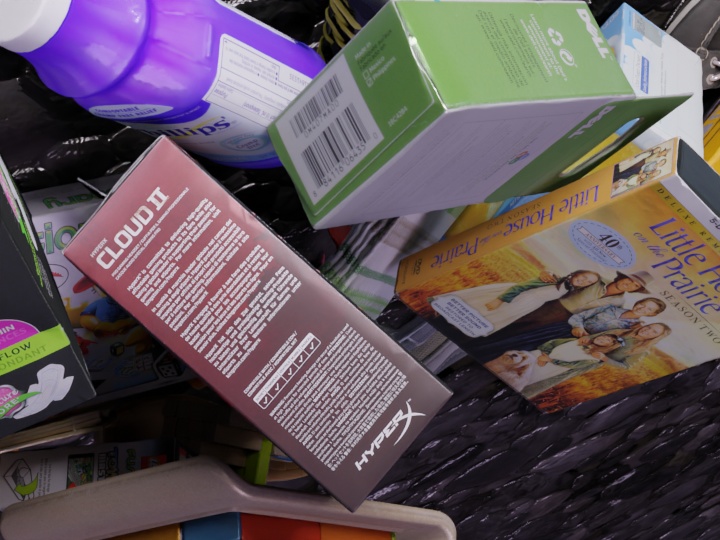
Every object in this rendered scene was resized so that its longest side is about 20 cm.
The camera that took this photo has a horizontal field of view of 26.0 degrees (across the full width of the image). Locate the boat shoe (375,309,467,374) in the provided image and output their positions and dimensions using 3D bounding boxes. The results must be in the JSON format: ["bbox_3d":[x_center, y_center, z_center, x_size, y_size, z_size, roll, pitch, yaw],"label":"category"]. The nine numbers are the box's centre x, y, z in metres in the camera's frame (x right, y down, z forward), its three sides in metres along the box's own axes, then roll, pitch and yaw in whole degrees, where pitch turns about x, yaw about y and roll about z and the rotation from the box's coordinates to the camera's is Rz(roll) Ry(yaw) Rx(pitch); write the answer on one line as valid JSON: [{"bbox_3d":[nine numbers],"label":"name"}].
[{"bbox_3d":[0.032,0.046,1.086,0.201,0.065,0.074,-29,177,-28],"label":"boat shoe"}]

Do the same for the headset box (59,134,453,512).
[{"bbox_3d":[-0.059,0.019,0.770,0.075,0.200,0.149,-48,-177,-4],"label":"headset box"}]

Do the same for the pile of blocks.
[{"bbox_3d":[-0.073,0.130,1.043,0.081,0.063,0.200,8,171,14],"label":"pile of blocks"}]

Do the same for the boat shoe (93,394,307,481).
[{"bbox_3d":[-0.118,0.132,1.148,0.199,0.075,0.069,9,163,-43],"label":"boat shoe"}]

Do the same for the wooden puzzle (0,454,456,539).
[{"bbox_3d":[-0.073,0.153,0.879,0.184,0.038,0.199,-18,152,37],"label":"wooden puzzle"}]

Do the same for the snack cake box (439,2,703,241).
[{"bbox_3d":[0.122,-0.053,0.965,0.067,0.116,0.200,31,128,-15],"label":"snack cake box"}]

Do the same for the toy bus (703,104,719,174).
[{"bbox_3d":[0.234,-0.063,0.950,0.200,0.065,0.078,-48,-170,-16],"label":"toy bus"}]

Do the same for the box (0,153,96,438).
[{"bbox_3d":[-0.222,-0.013,0.670,0.147,0.125,0.201,-23,143,-7],"label":"box"}]

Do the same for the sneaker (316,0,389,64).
[{"bbox_3d":[0.012,-0.117,0.795,0.084,0.075,0.200,-31,155,11],"label":"sneaker"}]

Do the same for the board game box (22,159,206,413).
[{"bbox_3d":[-0.174,0.019,0.857,0.198,0.035,0.127,-14,123,-26],"label":"board game box"}]

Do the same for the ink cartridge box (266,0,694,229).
[{"bbox_3d":[0.062,-0.080,0.767,0.199,0.060,0.104,-10,158,-45],"label":"ink cartridge box"}]

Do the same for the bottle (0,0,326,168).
[{"bbox_3d":[-0.093,-0.098,0.722,0.083,0.066,0.199,0,170,31],"label":"bottle"}]

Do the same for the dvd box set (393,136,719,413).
[{"bbox_3d":[0.138,0.011,0.877,0.199,0.030,0.146,-23,131,40],"label":"dvd box set"}]

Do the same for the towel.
[{"bbox_3d":[0.000,0.000,0.919,0.200,0.031,0.149,-51,169,3],"label":"towel"}]

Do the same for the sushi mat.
[{"bbox_3d":[-0.234,0.104,0.874,0.198,0.012,0.096,-14,179,-6],"label":"sushi mat"}]

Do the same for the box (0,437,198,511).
[{"bbox_3d":[-0.130,0.149,0.964,0.109,0.035,0.200,-6,157,14],"label":"box"}]

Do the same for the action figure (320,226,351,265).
[{"bbox_3d":[-0.040,0.030,1.041,0.065,0.052,0.200,-27,158,-20],"label":"action figure"}]

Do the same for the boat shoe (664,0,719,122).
[{"bbox_3d":[0.213,-0.112,1.022,0.066,0.057,0.200,-9,150,-33],"label":"boat shoe"}]

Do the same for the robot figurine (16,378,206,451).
[{"bbox_3d":[-0.155,0.054,0.975,0.198,0.059,0.145,-21,157,-13],"label":"robot figurine"}]
